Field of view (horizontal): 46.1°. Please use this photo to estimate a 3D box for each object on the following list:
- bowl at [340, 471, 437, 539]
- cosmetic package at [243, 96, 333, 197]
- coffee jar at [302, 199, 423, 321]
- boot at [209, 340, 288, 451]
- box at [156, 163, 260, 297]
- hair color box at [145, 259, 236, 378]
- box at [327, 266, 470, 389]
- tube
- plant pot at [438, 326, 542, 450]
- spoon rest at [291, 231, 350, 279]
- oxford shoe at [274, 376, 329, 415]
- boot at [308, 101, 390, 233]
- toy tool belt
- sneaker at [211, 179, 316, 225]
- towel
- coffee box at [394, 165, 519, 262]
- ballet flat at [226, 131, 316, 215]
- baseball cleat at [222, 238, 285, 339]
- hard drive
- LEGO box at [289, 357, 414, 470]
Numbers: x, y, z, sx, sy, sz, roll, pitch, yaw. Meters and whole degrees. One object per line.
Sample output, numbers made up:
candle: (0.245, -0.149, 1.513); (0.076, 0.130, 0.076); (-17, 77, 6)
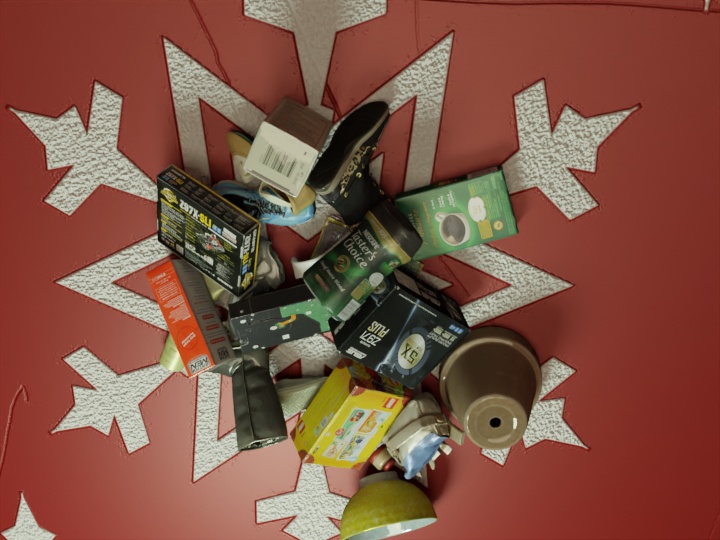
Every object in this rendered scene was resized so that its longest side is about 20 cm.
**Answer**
bowl: (0.046, 0.461, 1.672); (0.197, 0.200, 0.110); (-18, 67, 11)
cosmetic package: (-0.114, -0.205, 1.381); (0.102, 0.201, 0.088); (27, 113, -5)
coffee jar: (0.005, -0.018, 1.408); (0.200, 0.105, 0.085); (-43, 147, 4)
boot: (-0.231, 0.236, 1.582); (0.178, 0.073, 0.204); (-14, 76, 13)
box: (-0.266, -0.067, 1.463); (0.198, 0.049, 0.161); (33, 138, 17)
hair color box: (-0.303, 0.083, 1.523); (0.060, 0.101, 0.203); (-26, 85, 14)
box: (0.069, 0.098, 1.510); (0.198, 0.087, 0.164); (30, 113, -34)
tube: (-0.325, 0.095, 1.603); (0.057, 0.052, 0.202); (16, 110, -33)
plant pot: (0.242, 0.230, 1.541); (0.196, 0.175, 0.204); (1, 112, 3)
spoon rest: (-0.030, -0.021, 1.496); (0.196, 0.061, 0.101); (-14, 99, 10)
oxford shoe: (-0.091, 0.234, 1.636); (0.196, 0.058, 0.077); (-7, 114, -8)
boot: (0.006, -0.170, 1.441); (0.072, 0.202, 0.151); (14, 152, 39)
toy tool belt: (0.107, 0.336, 1.598); (0.123, 0.124, 0.202); (42, 120, 18)
sneaker: (-0.176, -0.107, 1.485); (0.196, 0.090, 0.080); (3, 112, 4)
towel: (0.000, 0.000, 1.550); (0.197, 0.023, 0.145); (28, 111, -6)
coffee box: (0.167, -0.099, 1.484); (0.196, 0.044, 0.125); (-16, 109, 10)
ballet flat: (-0.166, -0.165, 1.441); (0.198, 0.069, 0.063); (35, 73, 14)
baseball cleat: (-0.194, 0.040, 1.556); (0.104, 0.070, 0.204); (9, 113, 3)
hard drive: (-0.130, 0.081, 1.524); (0.196, 0.038, 0.141); (-14, 150, -4)
LEGO box: (-0.017, 0.274, 1.597); (0.147, 0.078, 0.201); (17, 117, -39)
